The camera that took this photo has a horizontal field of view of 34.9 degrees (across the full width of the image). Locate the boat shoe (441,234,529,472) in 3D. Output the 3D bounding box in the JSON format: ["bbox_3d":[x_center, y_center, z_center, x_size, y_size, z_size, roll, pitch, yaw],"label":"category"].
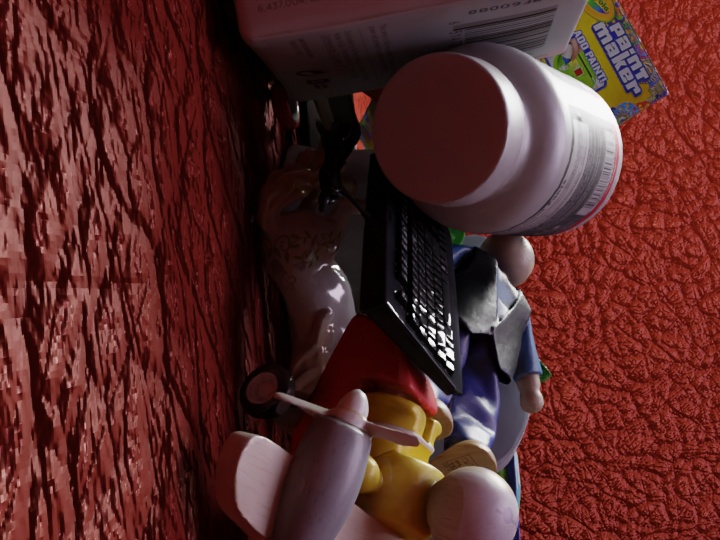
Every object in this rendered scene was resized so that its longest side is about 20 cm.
[{"bbox_3d":[0.083,0.077,0.893,0.086,0.074,0.204,102,-12,-54],"label":"boat shoe"}]

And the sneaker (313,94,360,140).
[{"bbox_3d":[0.001,-0.192,0.883,0.075,0.105,0.202,-111,-173,-60],"label":"sneaker"}]

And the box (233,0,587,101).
[{"bbox_3d":[0.024,-0.215,0.683,0.199,0.197,0.174,12,69,-85],"label":"box"}]

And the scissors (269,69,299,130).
[{"bbox_3d":[-0.055,-0.145,0.872,0.200,0.014,0.074,-83,160,-82],"label":"scissors"}]

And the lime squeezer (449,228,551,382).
[{"bbox_3d":[0.083,-0.008,0.856,0.070,0.038,0.201,-15,-74,59],"label":"lime squeezer"}]

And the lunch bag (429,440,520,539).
[{"bbox_3d":[0.064,0.219,1.051,0.127,0.168,0.203,26,59,-81],"label":"lunch bag"}]

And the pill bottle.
[{"bbox_3d":[0.085,-0.078,0.700,0.199,0.110,0.112,-1,86,-64],"label":"pill bottle"}]

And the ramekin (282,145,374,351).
[{"bbox_3d":[0.000,0.000,0.890,0.200,0.096,0.203,-5,90,-86],"label":"ramekin"}]

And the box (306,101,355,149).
[{"bbox_3d":[-0.026,-0.134,1.047,0.156,0.041,0.203,-83,169,-80],"label":"box"}]

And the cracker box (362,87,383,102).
[{"bbox_3d":[0.066,-0.205,0.814,0.201,0.133,0.058,-54,-178,3],"label":"cracker box"}]

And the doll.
[{"bbox_3d":[0.077,0.046,0.737,0.136,0.048,0.201,45,39,-19],"label":"doll"}]

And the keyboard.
[{"bbox_3d":[0.017,-0.024,0.651,0.127,0.021,0.201,45,21,-20],"label":"keyboard"}]

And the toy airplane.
[{"bbox_3d":[0.009,0.136,0.558,0.200,0.140,0.201,-34,111,-65],"label":"toy airplane"}]

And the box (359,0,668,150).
[{"bbox_3d":[0.116,-0.133,0.963,0.123,0.191,0.200,60,-9,1],"label":"box"}]

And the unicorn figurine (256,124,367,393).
[{"bbox_3d":[-0.015,0.023,0.725,0.137,0.073,0.201,-40,103,-44],"label":"unicorn figurine"}]
